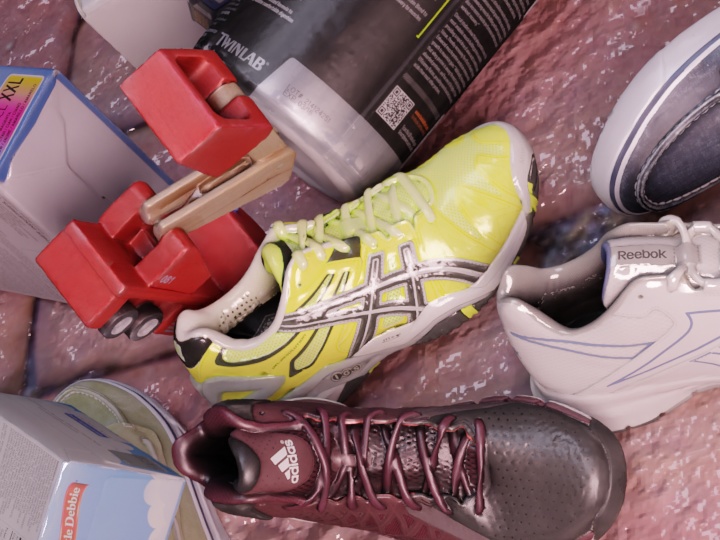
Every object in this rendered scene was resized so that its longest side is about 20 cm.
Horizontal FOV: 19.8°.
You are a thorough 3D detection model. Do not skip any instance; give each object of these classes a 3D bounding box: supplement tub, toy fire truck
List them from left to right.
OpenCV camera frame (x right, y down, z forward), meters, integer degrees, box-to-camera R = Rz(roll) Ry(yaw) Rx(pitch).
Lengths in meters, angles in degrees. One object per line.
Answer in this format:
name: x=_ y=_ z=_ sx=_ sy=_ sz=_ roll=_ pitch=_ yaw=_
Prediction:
toy fire truck: x=-0.078 y=-0.030 z=0.987 sx=0.141 sy=0.200 sz=0.049 roll=-44 pitch=71 yaw=14
supplement tub: x=0.017 y=-0.142 z=1.055 sx=0.200 sy=0.123 sz=0.123 roll=-50 pitch=43 yaw=-5

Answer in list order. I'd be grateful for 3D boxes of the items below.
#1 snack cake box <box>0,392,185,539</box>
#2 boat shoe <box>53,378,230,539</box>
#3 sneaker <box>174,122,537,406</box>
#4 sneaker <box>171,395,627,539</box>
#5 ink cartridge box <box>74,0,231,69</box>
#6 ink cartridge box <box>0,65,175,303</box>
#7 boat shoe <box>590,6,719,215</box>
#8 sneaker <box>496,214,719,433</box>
snack cake box: x=-0.161 y=0.166 z=0.942 sx=0.115 sy=0.067 sz=0.200 roll=23 pitch=97 yaw=51
boat shoe: x=-0.112 y=0.110 z=1.009 sx=0.072 sy=0.062 sz=0.200 roll=-44 pitch=43 yaw=2
sneaker: x=0.000 y=0.000 z=0.984 sx=0.200 sy=0.076 sz=0.075 roll=-42 pitch=43 yaw=4
sneaker: x=0.004 y=0.089 z=0.882 sx=0.200 sy=0.115 sz=0.076 roll=-2 pitch=83 yaw=34
ink cartridge box: x=-0.072 y=-0.221 z=1.209 sx=0.200 sy=0.088 sz=0.145 roll=-30 pitch=45 yaw=14
ink cartridge box: x=-0.209 y=-0.050 z=1.149 sx=0.200 sy=0.136 sz=0.076 roll=7 pitch=62 yaw=40
boat shoe: x=0.196 y=-0.080 z=0.909 sx=0.200 sy=0.071 sz=0.091 roll=-42 pitch=50 yaw=9
sneaker: x=0.148 y=0.012 z=0.865 sx=0.200 sy=0.087 sz=0.075 roll=-19 pitch=47 yaw=24
